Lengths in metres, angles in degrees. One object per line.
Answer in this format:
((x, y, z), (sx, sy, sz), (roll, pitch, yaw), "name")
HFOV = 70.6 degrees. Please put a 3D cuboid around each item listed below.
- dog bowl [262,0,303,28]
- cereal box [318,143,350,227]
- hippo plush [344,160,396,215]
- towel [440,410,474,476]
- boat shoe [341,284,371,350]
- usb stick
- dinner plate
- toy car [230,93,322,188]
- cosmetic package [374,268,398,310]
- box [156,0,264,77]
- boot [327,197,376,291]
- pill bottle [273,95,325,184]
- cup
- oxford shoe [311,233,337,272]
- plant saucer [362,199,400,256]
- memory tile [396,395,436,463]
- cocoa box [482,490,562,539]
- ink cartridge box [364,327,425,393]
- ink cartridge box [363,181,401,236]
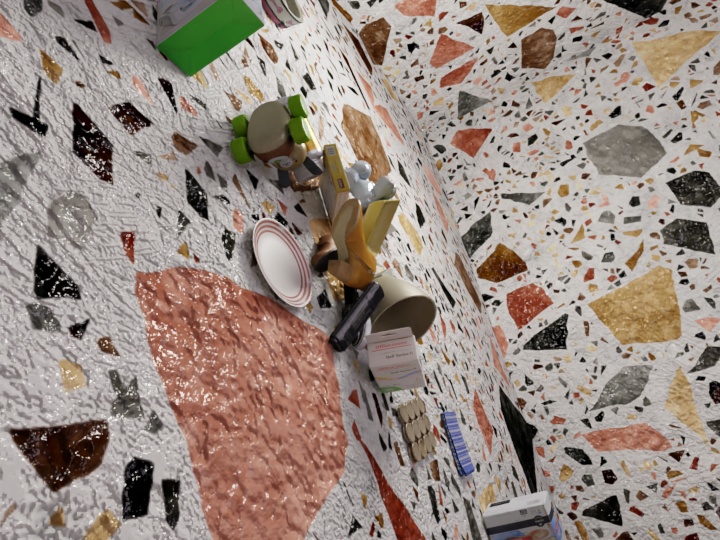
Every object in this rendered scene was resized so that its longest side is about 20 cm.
((-0.278, -0.913, 1.717), (0.200, 0.074, 0.200), (53, 23, -34), "dog bowl")
((-0.072, -0.220, 1.354), (0.200, 0.039, 0.144), (109, -34, -68), "cereal box")
((-0.001, -0.254, 1.616), (0.161, 0.200, 0.159), (46, -14, 16), "hippo plush")
((0.315, 0.550, 1.630), (0.145, 0.024, 0.200), (27, 43, -61), "towel")
((-0.018, 0.097, 1.249), (0.066, 0.070, 0.200), (19, 55, -26), "boat shoe")
((-0.005, 0.105, 1.188), (0.200, 0.033, 0.056), (-52, 125, -35), "usb stick")
((-0.164, -0.014, 1.057), (0.200, 0.024, 0.200), (52, 23, -33), "dinner plate")
((-0.172, -0.266, 1.154), (0.200, 0.164, 0.158), (61, 16, -51), "toy car")
((0.086, 0.103, 1.486), (0.200, 0.071, 0.105), (65, 20, -3), "cosmetic package")
((-0.303, -0.523, 1.026), (0.097, 0.200, 0.177), (37, 35, -53), "box")
((-0.007, -0.058, 1.229), (0.144, 0.071, 0.202), (26, 75, -51), "boot")
((-0.165, -0.325, 1.281), (0.200, 0.109, 0.109), (64, 20, -5), "pill bottle")
((0.079, 0.098, 1.346), (0.200, 0.200, 0.143), (42, 9, -48), "cup")
((-0.085, -0.050, 1.267), (0.071, 0.071, 0.200), (35, 24, 5), "oxford shoe")
((0.041, -0.131, 1.542), (0.048, 0.200, 0.200), (26, 15, 12), "plant saucer")
((0.152, 0.425, 1.371), (0.200, 0.017, 0.154), (14, 55, -66), "memory tile")
((0.501, 0.786, 1.572), (0.133, 0.200, 0.131), (14, 56, -66), "cocoa box")
((0.084, 0.218, 1.211), (0.200, 0.117, 0.067), (68, 13, -52), "ink cartridge box")
((0.068, -0.200, 1.790), (0.200, 0.067, 0.117), (46, 28, -40), "ink cartridge box")
